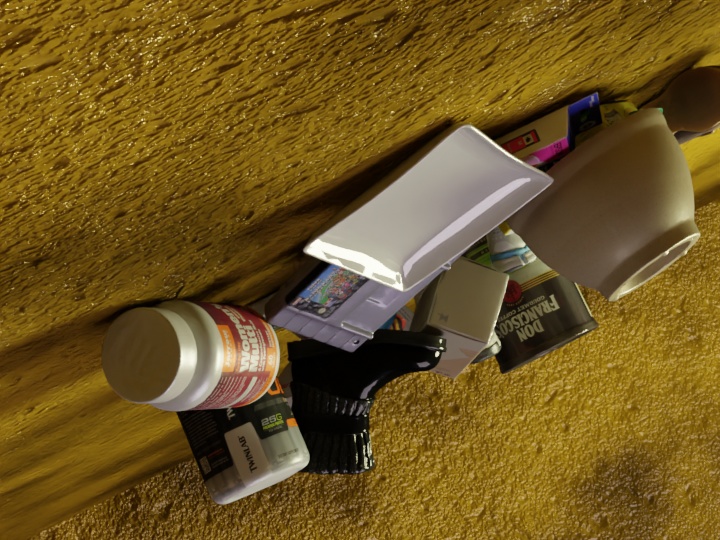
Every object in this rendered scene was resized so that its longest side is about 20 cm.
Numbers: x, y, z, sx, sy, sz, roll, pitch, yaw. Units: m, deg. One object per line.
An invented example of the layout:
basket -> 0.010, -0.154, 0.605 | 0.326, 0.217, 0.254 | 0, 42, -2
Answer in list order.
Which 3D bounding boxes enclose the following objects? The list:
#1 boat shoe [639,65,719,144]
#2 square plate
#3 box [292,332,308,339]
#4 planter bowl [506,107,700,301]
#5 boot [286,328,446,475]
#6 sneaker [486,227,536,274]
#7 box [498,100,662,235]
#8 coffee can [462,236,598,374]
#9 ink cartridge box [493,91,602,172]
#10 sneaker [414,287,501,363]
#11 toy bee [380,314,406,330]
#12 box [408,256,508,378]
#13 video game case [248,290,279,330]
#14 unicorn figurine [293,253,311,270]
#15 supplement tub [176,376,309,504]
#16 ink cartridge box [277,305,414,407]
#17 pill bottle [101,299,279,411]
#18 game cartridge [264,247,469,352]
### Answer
boat shoe -> 0.380, -0.187, 1.615 | 0.070, 0.071, 0.200 | -15, 177, -23
square plate -> 0.065, -0.061, 1.361 | 0.197, 0.029, 0.199 | -36, 152, 20
box -> -0.013, 0.037, 1.860 | 0.199, 0.039, 0.042 | -33, -152, 37
planter bowl -> 0.273, -0.055, 1.498 | 0.199, 0.135, 0.200 | -33, 166, -9
boot -> 0.007, 0.154, 1.639 | 0.209, 0.160, 0.079 | -8, 169, 29
sneaker -> 0.186, -0.077, 1.710 | 0.074, 0.087, 0.200 | -18, -161, 19
box -> 0.238, -0.122, 1.573 | 0.200, 0.049, 0.117 | -41, 166, 30
coffee can -> 0.213, 0.018, 1.923 | 0.145, 0.202, 0.146 | -25, 172, -4
ink cartridge box -> 0.159, -0.112, 1.449 | 0.198, 0.037, 0.095 | -27, 162, 6
sneaker -> 0.113, 0.038, 1.873 | 0.075, 0.116, 0.200 | -23, -150, -14
toy bee -> -0.016, 0.065, 1.751 | 0.109, 0.130, 0.200 | -55, 132, -7
box -> 0.110, 0.058, 1.712 | 0.077, 0.096, 0.200 | 20, 164, -2
video game case -> -0.148, 0.073, 1.780 | 0.198, 0.024, 0.182 | -27, 172, 1
unicorn figurine -> 0.000, 0.000, 1.584 | 0.136, 0.075, 0.200 | -22, 175, 0
supplement tub -> -0.147, 0.149, 1.603 | 0.121, 0.202, 0.123 | -24, 170, -4
ink cartridge box -> -0.028, 0.126, 1.917 | 0.201, 0.088, 0.145 | -52, -164, -30
pill bottle -> -0.170, 0.086, 1.442 | 0.109, 0.111, 0.200 | -28, 167, 19
game cartridge -> 0.004, 0.008, 1.494 | 0.129, 0.039, 0.200 | 17, 132, -40
